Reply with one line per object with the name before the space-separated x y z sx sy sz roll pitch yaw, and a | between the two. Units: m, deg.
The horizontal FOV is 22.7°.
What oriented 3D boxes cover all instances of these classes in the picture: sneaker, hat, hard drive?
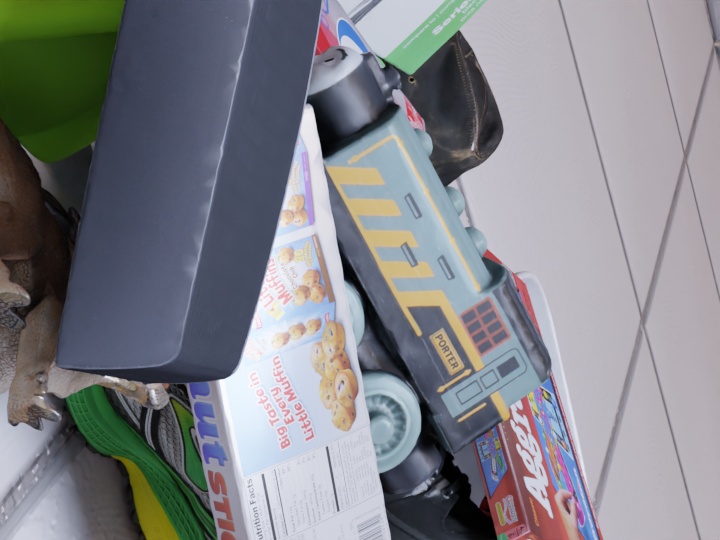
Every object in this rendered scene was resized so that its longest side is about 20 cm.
sneaker | 0.007 0.068 0.868 0.104 0.200 0.060 -65 169 7
hat | 0.049 -0.101 1.186 0.201 0.081 0.201 -9 90 -71
hard drive | -0.050 -0.059 0.604 0.135 0.042 0.200 42 59 -81
sneaker | -0.069 0.059 0.782 0.078 0.085 0.200 -72 144 -52

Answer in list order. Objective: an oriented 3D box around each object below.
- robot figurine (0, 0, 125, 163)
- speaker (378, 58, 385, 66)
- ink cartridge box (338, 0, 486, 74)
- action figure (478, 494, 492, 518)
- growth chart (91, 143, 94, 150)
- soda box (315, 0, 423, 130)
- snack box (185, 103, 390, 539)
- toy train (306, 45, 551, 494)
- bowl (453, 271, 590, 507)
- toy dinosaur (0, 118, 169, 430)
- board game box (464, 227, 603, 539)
robot figurine | -0.140 -0.127 0.633 0.200 0.116 0.175 54 9 -47
speaker | -0.015 -0.014 0.962 0.088 0.088 0.200 29 53 -65
ink cartridge box | -0.022 -0.200 0.952 0.146 0.084 0.200 52 13 18
action figure | 0.023 0.180 0.904 0.200 0.052 0.065 -46 128 -22
growth chart | -0.114 -0.105 0.810 0.200 0.018 0.145 70 19 -1
soda box | -0.045 -0.102 0.825 0.200 0.070 0.063 52 23 -37
snack box | -0.034 0.038 0.714 0.072 0.024 0.200 -20 105 -37
toy train | 0.000 0.000 0.789 0.200 0.114 0.085 61 -10 -17
bowl | 0.074 0.110 1.056 0.200 0.075 0.200 -32 111 -68
toy dinosaur | -0.129 -0.011 0.619 0.136 0.086 0.200 -77 163 -50
board game box | 0.078 0.067 0.916 0.103 0.019 0.200 38 30 -47
